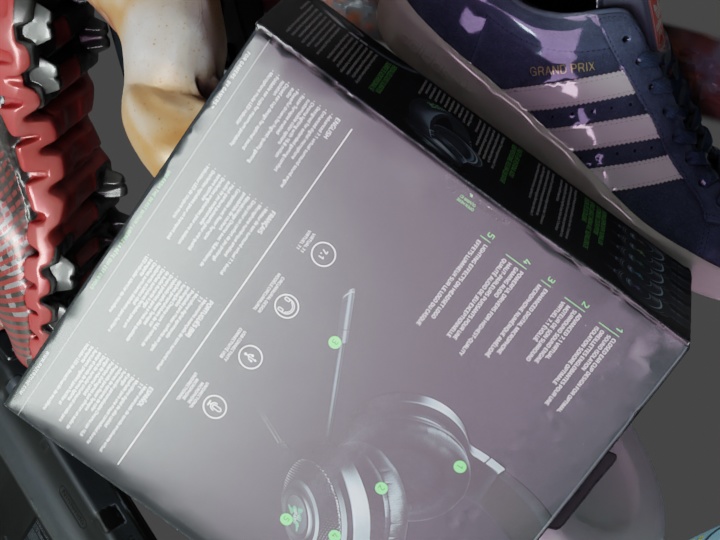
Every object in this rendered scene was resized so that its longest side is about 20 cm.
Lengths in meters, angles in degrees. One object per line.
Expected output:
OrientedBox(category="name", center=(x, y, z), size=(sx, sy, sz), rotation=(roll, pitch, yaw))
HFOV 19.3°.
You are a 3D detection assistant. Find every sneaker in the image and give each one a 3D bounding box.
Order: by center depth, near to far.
OrientedBox(category="sneaker", center=(0.104, -0.069, 0.815), size=(0.199, 0.075, 0.085), rotation=(37, 113, -5))
OrientedBox(category="sneaker", center=(-0.159, -0.046, 0.946), size=(0.097, 0.071, 0.202), rotation=(6, 117, 21))

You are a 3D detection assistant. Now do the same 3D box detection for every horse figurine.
OrientedBox(category="horse figurine", center=(-0.055, -0.089, 0.848), size=(0.131, 0.050, 0.202), rotation=(-16, 77, 11))

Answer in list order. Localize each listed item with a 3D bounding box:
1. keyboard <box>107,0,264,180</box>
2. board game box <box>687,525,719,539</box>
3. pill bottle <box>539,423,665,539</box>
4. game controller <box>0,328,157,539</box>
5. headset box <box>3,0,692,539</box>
OrientedBox(category="keyboard", center=(-0.052, -0.035, 0.922), size=(0.103, 0.040, 0.202), rotation=(-4, 115, 27))
OrientedBox(category="board game box", center=(0.123, 0.194, 0.894), size=(0.103, 0.105, 0.200), rotation=(46, 143, -5))
OrientedBox(category="pill bottle", center=(0.030, 0.131, 0.932), size=(0.110, 0.110, 0.200), rotation=(47, 125, -5))
OrientedBox(category="game controller", center=(-0.139, 0.127, 1.012), size=(0.201, 0.042, 0.105), rotation=(56, 146, 18))
OrientedBox(category="headset box", center=(0.004, 0.028, 0.777), size=(0.199, 0.093, 0.175), rotation=(35, 108, -2))
